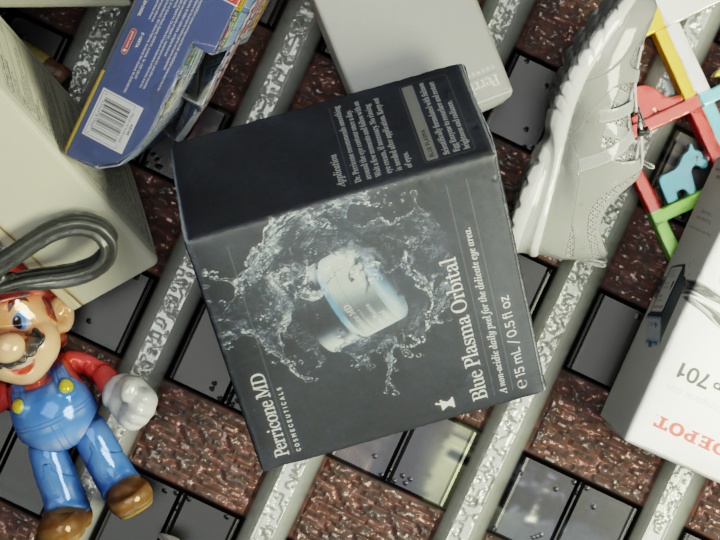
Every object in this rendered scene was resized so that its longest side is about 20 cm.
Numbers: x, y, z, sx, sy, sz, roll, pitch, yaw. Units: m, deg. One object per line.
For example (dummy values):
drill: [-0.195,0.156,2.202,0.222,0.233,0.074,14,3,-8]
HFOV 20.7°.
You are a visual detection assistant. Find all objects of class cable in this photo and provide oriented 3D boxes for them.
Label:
cable: [-0.250,0.010,1.248,0.200,0.050,0.097,-37,111,8]

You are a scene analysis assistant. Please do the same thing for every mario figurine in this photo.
mario figurine: [-0.217,0.086,1.311,0.123,0.106,0.201,-32,102,-35]

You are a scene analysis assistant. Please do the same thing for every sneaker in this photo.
sneaker: [0.164,-0.096,1.328,0.082,0.075,0.201,19,112,-2]

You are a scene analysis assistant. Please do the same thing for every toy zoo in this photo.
toy zoo: [0.235,-0.114,1.362,0.131,0.020,0.201,-25,91,0]

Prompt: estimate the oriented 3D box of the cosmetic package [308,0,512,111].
cosmetic package: [0.018,-0.188,1.326,0.106,0.090,0.201,-24,87,0]

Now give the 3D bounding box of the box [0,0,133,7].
box: [-0.227,-0.243,1.249,0.199,0.109,0.129,2,115,13]

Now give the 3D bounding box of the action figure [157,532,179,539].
action figure: [-0.143,0.274,1.313,0.199,0.105,0.194,30,72,-16]

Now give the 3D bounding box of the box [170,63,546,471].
box: [0.000,0.000,1.269,0.199,0.118,0.197,-16,127,0]

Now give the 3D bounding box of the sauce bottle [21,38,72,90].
sauce bottle: [-0.294,-0.160,1.333,0.199,0.066,0.066,32,90,-2]

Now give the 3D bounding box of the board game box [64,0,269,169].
board game box: [-0.105,-0.161,1.277,0.061,0.200,0.201,27,100,0]

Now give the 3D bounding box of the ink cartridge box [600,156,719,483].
ink cartridge box: [0.271,0.045,1.321,0.146,0.086,0.201,23,93,-7]

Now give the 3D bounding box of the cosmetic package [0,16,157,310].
cosmetic package: [-0.215,-0.075,1.256,0.073,0.200,0.104,-29,49,9]
